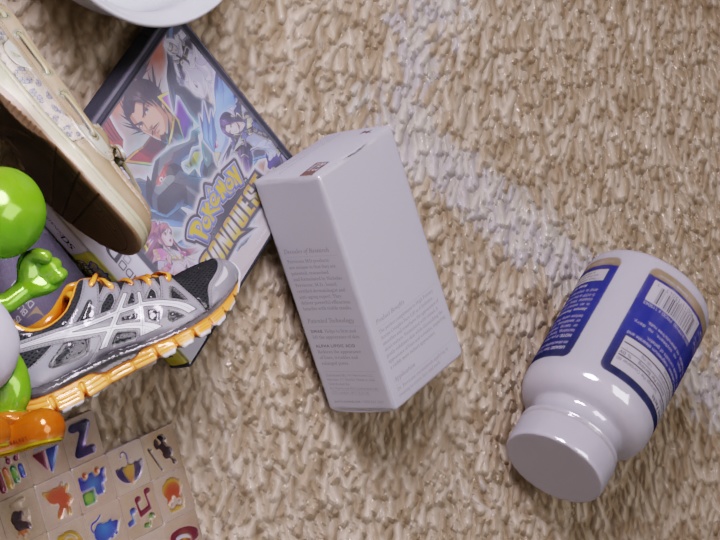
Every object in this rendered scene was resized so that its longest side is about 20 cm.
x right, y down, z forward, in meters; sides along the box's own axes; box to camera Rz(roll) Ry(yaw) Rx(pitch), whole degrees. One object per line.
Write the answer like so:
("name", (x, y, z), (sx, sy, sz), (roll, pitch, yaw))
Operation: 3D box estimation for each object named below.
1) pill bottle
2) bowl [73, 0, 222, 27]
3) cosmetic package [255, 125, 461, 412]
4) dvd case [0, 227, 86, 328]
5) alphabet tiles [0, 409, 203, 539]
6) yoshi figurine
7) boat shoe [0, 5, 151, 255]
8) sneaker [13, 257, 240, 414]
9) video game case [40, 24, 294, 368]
("pill bottle", (0.206, 0.092, 1.813), (0.120, 0.119, 0.200), (50, 55, -25))
("bowl", (-0.179, -0.266, 1.528), (0.200, 0.090, 0.202), (7, 80, -41))
("cosmetic package", (0.000, 0.000, 1.652), (0.102, 0.074, 0.201), (-36, 114, -45))
("dvd case", (-0.279, 0.031, 1.449), (0.149, 0.016, 0.200), (54, 54, -24))
("alphabet tiles", (-0.193, 0.188, 1.505), (0.200, 0.008, 0.168), (-23, 103, -44))
("yoshi figurine", (-0.239, 0.017, 1.384), (0.111, 0.112, 0.201), (-10, 81, -18))
("boat shoe", (-0.205, -0.098, 1.455), (0.200, 0.073, 0.063), (49, 59, 1))
("sneaker", (-0.169, 0.033, 1.479), (0.199, 0.078, 0.078), (-30, 96, -30))
("video game case", (-0.138, -0.062, 1.573), (0.181, 0.025, 0.200), (51, 53, -29))
